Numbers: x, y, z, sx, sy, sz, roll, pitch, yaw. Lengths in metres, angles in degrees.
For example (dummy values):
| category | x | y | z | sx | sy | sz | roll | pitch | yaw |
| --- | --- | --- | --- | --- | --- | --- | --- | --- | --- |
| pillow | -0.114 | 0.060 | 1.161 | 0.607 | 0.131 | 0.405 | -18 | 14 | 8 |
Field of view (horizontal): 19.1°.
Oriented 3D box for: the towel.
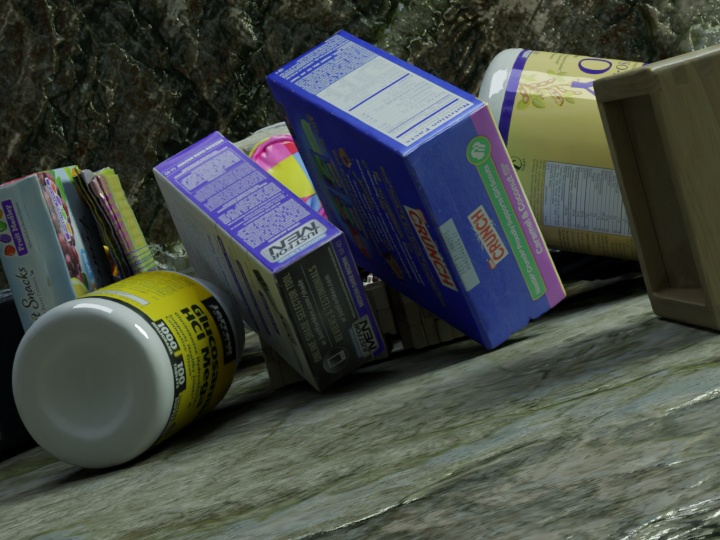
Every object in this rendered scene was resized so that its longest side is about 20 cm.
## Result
| category | x | y | z | sx | sy | sz | roll | pitch | yaw |
| --- | --- | --- | --- | --- | --- | --- | --- | --- | --- |
| towel | -0.173 | 0.009 | 1.677 | 0.023 | 0.201 | 0.144 | -23 | 4 | 0 |

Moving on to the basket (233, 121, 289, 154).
| category | x | y | z | sx | sy | sz | roll | pitch | yaw |
| --- | --- | --- | --- | --- | --- | --- | --- | --- | --- |
| basket | -0.089 | -0.090 | 2.796 | 0.199 | 0.200 | 0.160 | -11 | 10 | 44 |

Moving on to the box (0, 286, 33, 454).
| category | x | y | z | sx | sy | sz | roll | pitch | yaw |
| --- | --- | --- | --- | --- | --- | --- | --- | --- | --- |
| box | -0.336 | 0.090 | 1.731 | 0.199 | 0.124 | 0.198 | -11 | 6 | 30 |

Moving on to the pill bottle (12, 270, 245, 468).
| category | x | y | z | sx | sy | sz | roll | pitch | yaw |
| --- | --- | --- | --- | --- | --- | --- | --- | --- | --- |
| pill bottle | -0.151 | 0.061 | 1.476 | 0.112 | 0.113 | 0.200 | -15 | 5 | 18 |

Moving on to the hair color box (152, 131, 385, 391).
| category | x | y | z | sx | sy | sz | roll | pitch | yaw |
| --- | --- | --- | --- | --- | --- | --- | --- | --- | --- |
| hair color box | -0.067 | -0.010 | 1.534 | 0.065 | 0.110 | 0.200 | -30 | 36 | -14 |

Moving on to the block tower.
| category | x | y | z | sx | sy | sz | roll | pitch | yaw |
| --- | --- | --- | --- | --- | --- | --- | --- | --- | --- |
| block tower | 0.026 | 0.033 | 1.586 | 0.198 | 0.058 | 0.054 | -14 | 5 | 7 |

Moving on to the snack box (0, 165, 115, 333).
| category | x | y | z | sx | sy | sz | roll | pitch | yaw |
| --- | --- | --- | --- | --- | --- | --- | --- | --- | --- |
| snack box | -0.220 | 0.025 | 1.625 | 0.053 | 0.201 | 0.142 | -17 | 4 | 5 |

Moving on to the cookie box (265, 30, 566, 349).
| category | x | y | z | sx | sy | sz | roll | pitch | yaw |
| --- | --- | --- | --- | --- | --- | --- | --- | --- | --- |
| cookie box | 0.037 | -0.059 | 1.490 | 0.075 | 0.172 | 0.200 | -34 | 34 | -15 |

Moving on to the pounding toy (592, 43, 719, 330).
| category | x | y | z | sx | sy | sz | roll | pitch | yaw |
| --- | --- | --- | --- | --- | --- | --- | --- | --- | --- |
| pounding toy | 0.236 | -0.077 | 1.321 | 0.141 | 0.186 | 0.200 | -16 | 4 | -5 |

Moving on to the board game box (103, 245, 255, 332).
| category | x | y | z | sx | sy | sz | roll | pitch | yaw |
| --- | --- | --- | --- | --- | --- | --- | --- | --- | --- |
| board game box | -0.164 | 0.008 | 1.866 | 0.199 | 0.026 | 0.200 | 20 | 2 | -24 |

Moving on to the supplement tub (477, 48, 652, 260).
| category | x | y | z | sx | sy | sz | roll | pitch | yaw |
| --- | --- | --- | --- | --- | --- | --- | --- | --- | --- |
| supplement tub | 0.189 | -0.082 | 1.577 | 0.198 | 0.147 | 0.145 | 8 | 10 | 14 |

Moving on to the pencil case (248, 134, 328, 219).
| category | x | y | z | sx | sy | sz | roll | pitch | yaw |
| --- | --- | --- | --- | --- | --- | --- | --- | --- | --- |
| pencil case | -0.059 | -0.036 | 1.723 | 0.088 | 0.089 | 0.200 | -16 | -16 | -11 |

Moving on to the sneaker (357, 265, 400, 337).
| category | x | y | z | sx | sy | sz | roll | pitch | yaw |
| --- | --- | --- | --- | --- | --- | --- | --- | --- | --- |
| sneaker | 0.000 | 0.000 | 1.703 | 0.075 | 0.116 | 0.199 | -12 | 5 | 42 |

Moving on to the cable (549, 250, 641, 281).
| category | x | y | z | sx | sy | sz | roll | pitch | yaw |
| --- | --- | --- | --- | --- | --- | --- | --- | --- | --- |
| cable | 0.150 | 0.000 | 1.683 | 0.162 | 0.051 | 0.199 | -6 | 7 | 41 |
